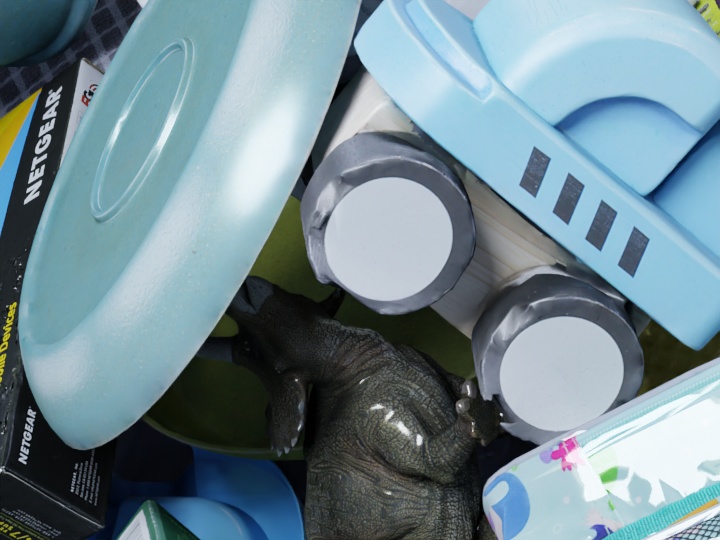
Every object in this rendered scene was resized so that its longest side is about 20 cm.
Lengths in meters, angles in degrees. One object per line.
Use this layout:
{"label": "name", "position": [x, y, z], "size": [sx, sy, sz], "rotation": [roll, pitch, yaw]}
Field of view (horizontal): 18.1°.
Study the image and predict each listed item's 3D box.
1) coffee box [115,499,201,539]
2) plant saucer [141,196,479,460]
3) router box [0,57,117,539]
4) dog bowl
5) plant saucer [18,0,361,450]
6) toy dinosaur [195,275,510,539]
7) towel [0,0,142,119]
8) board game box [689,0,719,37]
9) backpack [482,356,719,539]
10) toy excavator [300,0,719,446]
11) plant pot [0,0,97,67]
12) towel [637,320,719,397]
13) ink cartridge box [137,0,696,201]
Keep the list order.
{"label": "coffee box", "position": [-0.027, 0.138, 0.673], "size": [0.044, 0.123, 0.200], "rotation": [-49, 10, -2]}
{"label": "plant saucer", "position": [0.000, 0.000, 0.842], "size": [0.199, 0.031, 0.201], "rotation": [-17, 39, 14]}
{"label": "router box", "position": [-0.148, 0.035, 0.857], "size": [0.149, 0.051, 0.201], "rotation": [-32, 37, 33]}
{"label": "dog bowl", "position": [-0.094, 0.123, 0.852], "size": [0.199, 0.050, 0.112], "rotation": [-2, 64, 31]}
{"label": "plant saucer", "position": [-0.061, -0.040, 0.722], "size": [0.200, 0.027, 0.201], "rotation": [-51, 23, 32]}
{"label": "toy dinosaur", "position": [0.017, 0.079, 0.728], "size": [0.102, 0.201, 0.077], "rotation": [-8, 17, 36]}
{"label": "towel", "position": [-0.115, -0.131, 0.983], "size": [0.165, 0.086, 0.200], "rotation": [-36, 51, 12]}
{"label": "board game box", "position": [0.144, -0.118, 0.745], "size": [0.200, 0.032, 0.120], "rotation": [-48, 26, 18]}
{"label": "backpack", "position": [0.139, 0.102, 0.631], "size": [0.199, 0.178, 0.151], "rotation": [-23, 61, 16]}
{"label": "toy excavator", "position": [0.103, -0.044, 0.658], "size": [0.200, 0.194, 0.100], "rotation": [-49, 16, 15]}
{"label": "plant pot", "position": [-0.232, -0.124, 0.836], "size": [0.200, 0.201, 0.196], "rotation": [18, 42, 38]}
{"label": "towel", "position": [0.153, -0.008, 0.784], "size": [0.143, 0.023, 0.201], "rotation": [11, 71, 37]}
{"label": "ink cartridge box", "position": [0.024, -0.115, 0.803], "size": [0.176, 0.084, 0.200], "rotation": [-52, 32, 9]}
